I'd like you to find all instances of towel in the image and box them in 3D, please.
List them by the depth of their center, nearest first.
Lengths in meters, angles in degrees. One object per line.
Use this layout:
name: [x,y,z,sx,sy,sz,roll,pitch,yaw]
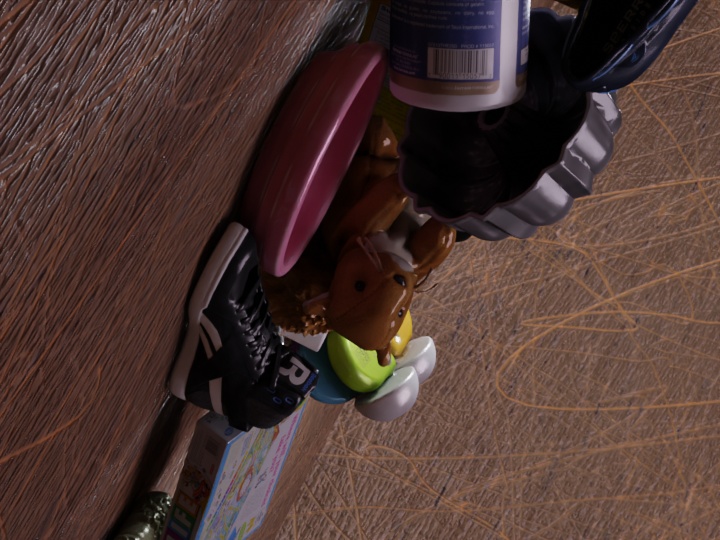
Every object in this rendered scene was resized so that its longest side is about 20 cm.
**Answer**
towel: [-0.225,0.297,1.740,0.201,0.036,0.148,-66,174,29]

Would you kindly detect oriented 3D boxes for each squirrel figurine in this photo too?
squirrel figurine: [0.000,0.000,1.719,0.199,0.141,0.188,-31,-146,39]

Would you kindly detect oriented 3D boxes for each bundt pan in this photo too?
bundt pan: [0.129,-0.110,1.631,0.201,0.076,0.203,-25,-133,31]

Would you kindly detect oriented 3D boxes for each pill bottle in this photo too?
pill bottle: [0.078,-0.233,1.551,0.111,0.110,0.202,-52,146,-66]

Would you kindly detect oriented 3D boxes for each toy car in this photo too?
toy car: [-0.014,0.090,2.374,0.149,0.176,0.200,-26,-168,24]

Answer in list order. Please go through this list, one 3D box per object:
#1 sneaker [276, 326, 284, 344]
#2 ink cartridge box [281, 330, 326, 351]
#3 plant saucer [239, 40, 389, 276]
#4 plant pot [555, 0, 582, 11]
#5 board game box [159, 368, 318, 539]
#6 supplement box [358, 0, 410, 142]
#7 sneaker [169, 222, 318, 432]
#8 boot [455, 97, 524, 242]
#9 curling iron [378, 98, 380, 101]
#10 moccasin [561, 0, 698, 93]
sneaker: [-0.097,0.089,1.828,0.200,0.075,0.093,100,13,-77]
ink cartridge box: [-0.039,-0.002,1.970,0.201,0.067,0.117,-62,175,-25]
plant saucer: [-0.041,-0.095,1.587,0.202,0.051,0.201,-63,176,-8]
plant pot: [0.085,-0.279,1.212,0.195,0.194,0.200,-65,170,15]
board game box: [-0.112,0.178,1.733,0.134,0.034,0.201,-36,154,-48]
supplement box: [0.059,-0.192,1.795,0.110,0.108,0.201,-59,174,-39]
sneaker: [-0.078,0.050,1.572,0.073,0.111,0.201,-61,174,-39]
boot: [0.124,-0.134,1.823,0.201,0.069,0.174,-59,-178,38]
curling iron: [-0.027,-0.109,1.769,0.201,0.025,0.050,-63,-147,37]
moccasin: [0.186,-0.191,1.214,0.068,0.080,0.201,-21,137,-59]
